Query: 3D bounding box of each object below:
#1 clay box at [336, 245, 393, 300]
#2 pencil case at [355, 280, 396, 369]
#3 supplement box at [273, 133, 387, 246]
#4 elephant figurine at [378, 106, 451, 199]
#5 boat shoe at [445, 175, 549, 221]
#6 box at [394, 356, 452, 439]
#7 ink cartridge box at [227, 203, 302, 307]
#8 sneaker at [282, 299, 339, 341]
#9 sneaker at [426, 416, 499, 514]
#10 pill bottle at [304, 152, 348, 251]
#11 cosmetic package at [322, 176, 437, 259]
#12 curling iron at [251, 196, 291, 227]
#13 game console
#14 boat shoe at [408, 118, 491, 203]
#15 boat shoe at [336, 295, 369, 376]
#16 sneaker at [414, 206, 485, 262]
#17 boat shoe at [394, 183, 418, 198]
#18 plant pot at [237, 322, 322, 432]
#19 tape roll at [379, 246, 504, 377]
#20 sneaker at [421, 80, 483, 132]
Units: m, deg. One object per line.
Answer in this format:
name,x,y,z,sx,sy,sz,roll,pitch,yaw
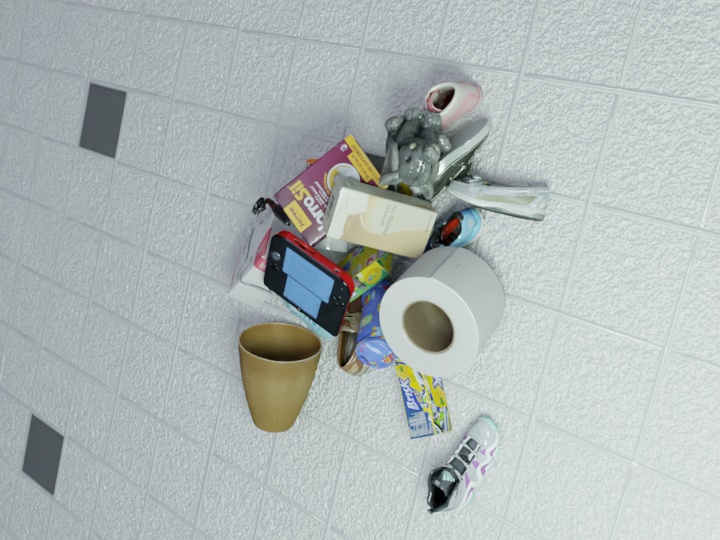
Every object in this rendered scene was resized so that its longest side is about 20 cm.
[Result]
clay box,0.000,0.000,1.728,0.199,0.048,0.116,-34,24,28
pencil case,0.033,0.105,1.660,0.086,0.078,0.201,-29,29,24
supplement box,-0.058,-0.158,1.682,0.199,0.103,0.132,-38,91,2
elephant figurine,0.094,-0.197,1.535,0.139,0.156,0.202,-13,39,16
boat shoe,0.255,-0.143,1.570,0.200,0.074,0.066,17,93,33
box,0.120,0.225,1.660,0.064,0.070,0.204,-18,78,35
ink cartridge box,-0.208,-0.028,1.848,0.200,0.082,0.148,-40,33,49
sneaker,-0.123,0.086,1.846,0.200,0.081,0.075,43,114,31
sneaker,0.181,0.371,1.563,0.077,0.139,0.203,28,106,35
pill bottle,-0.066,-0.144,1.790,0.113,0.113,0.204,5,92,37
cosmetic package,0.036,-0.099,1.606,0.071,0.197,0.107,-114,39,-64
curling iron,-0.178,-0.117,1.743,0.050,0.026,0.200,-50,31,-4
game console,-0.107,0.027,1.678,0.199,0.031,0.178,36,137,14
boat shoe,0.183,-0.211,1.631,0.199,0.063,0.071,-41,25,21
boat shoe,-0.009,0.117,1.756,0.075,0.071,0.204,-4,78,37
sneaker,0.151,-0.048,1.633,0.079,0.089,0.201,49,117,28
boat shoe,0.090,-0.136,1.686,0.074,0.085,0.206,2,89,38
plant pot,-0.185,0.245,1.847,0.185,0.185,0.203,25,117,35
tape roll,0.152,0.075,1.554,0.200,0.139,0.206,14,120,25
sneaker,0.137,-0.304,1.645,0.199,0.104,0.076,-33,71,33
